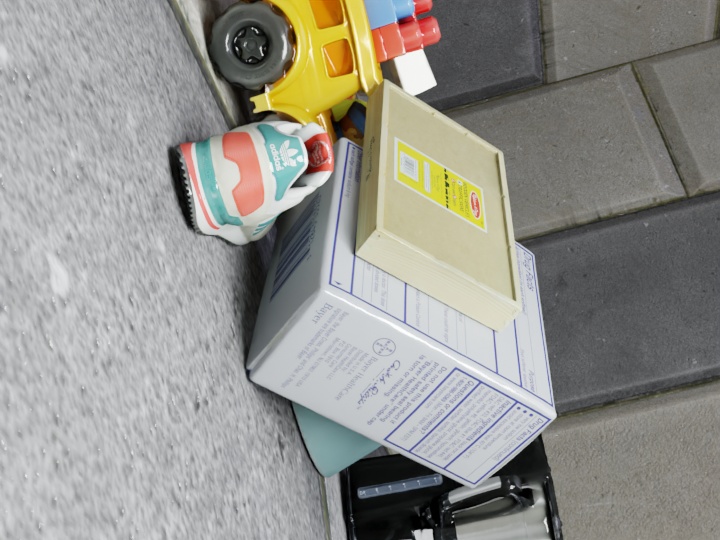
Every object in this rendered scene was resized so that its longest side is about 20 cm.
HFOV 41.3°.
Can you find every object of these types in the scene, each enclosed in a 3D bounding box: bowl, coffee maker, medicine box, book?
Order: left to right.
[{"bbox_3d":[-0.002,0.074,0.857,0.201,0.103,0.204,-13,90,-84],"label":"bowl"},{"bbox_3d":[0.013,-0.244,0.961,0.200,0.047,0.135,-130,-161,-74],"label":"book"},{"bbox_3d":[0.034,0.030,0.714,0.198,0.103,0.183,29,35,-18],"label":"medicine box"},{"bbox_3d":[0.091,0.228,0.935,0.193,0.197,0.137,-82,160,-69],"label":"coffee maker"}]

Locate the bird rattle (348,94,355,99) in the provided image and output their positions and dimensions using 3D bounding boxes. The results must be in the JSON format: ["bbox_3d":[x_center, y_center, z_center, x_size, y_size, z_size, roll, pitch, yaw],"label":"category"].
[{"bbox_3d":[-0.040,-0.231,1.079,0.200,0.111,0.165,55,12,-80],"label":"bird rattle"}]

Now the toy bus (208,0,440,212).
[{"bbox_3d":[-0.020,-0.168,0.828,0.136,0.189,0.203,-84,161,-78],"label":"toy bus"}]

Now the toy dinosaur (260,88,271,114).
[{"bbox_3d":[-0.084,-0.171,0.962,0.107,0.059,0.202,103,-24,-51],"label":"toy dinosaur"}]

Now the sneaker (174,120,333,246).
[{"bbox_3d":[-0.059,-0.062,0.662,0.200,0.092,0.071,-13,89,-84],"label":"sneaker"}]

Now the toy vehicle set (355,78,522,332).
[{"bbox_3d":[0.058,-0.055,0.717,0.123,0.027,0.201,29,36,-19],"label":"toy vehicle set"}]

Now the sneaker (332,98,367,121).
[{"bbox_3d":[0.016,-0.066,0.942,0.082,0.073,0.203,173,-100,-83],"label":"sneaker"}]
